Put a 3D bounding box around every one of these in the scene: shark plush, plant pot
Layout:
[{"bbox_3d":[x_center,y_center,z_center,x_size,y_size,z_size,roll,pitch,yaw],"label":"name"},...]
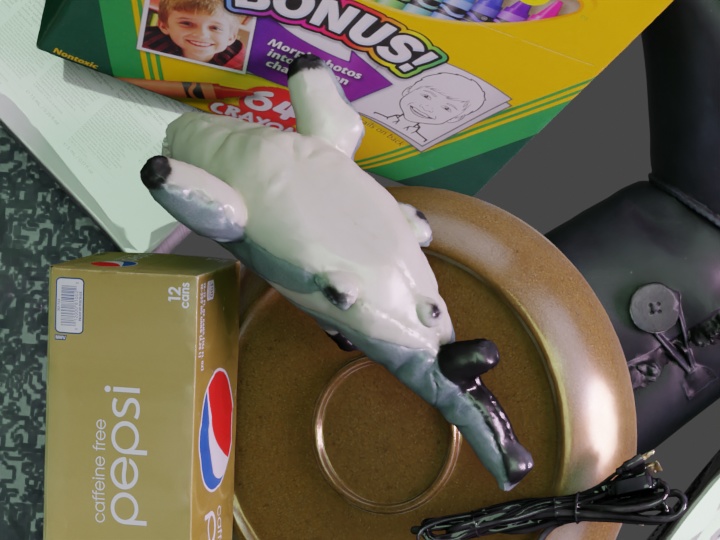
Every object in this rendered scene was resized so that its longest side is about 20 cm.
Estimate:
[{"bbox_3d":[0.000,0.000,0.916,0.200,0.083,0.091,35,60,9],"label":"shark plush"},{"bbox_3d":[0.014,0.065,0.953,0.199,0.027,0.201,0,90,24],"label":"plant pot"}]

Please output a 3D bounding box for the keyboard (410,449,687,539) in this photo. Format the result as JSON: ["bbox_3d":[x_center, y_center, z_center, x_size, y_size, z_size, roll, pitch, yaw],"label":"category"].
[{"bbox_3d":[0.074,0.141,0.913,0.199,0.021,0.128,-12,104,10],"label":"keyboard"}]

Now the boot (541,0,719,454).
[{"bbox_3d":[0.113,-0.029,0.961,0.168,0.076,0.201,-29,102,3],"label":"boot"}]

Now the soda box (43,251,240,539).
[{"bbox_3d":[-0.088,0.096,0.942,0.064,0.068,0.201,4,96,12],"label":"soda box"}]

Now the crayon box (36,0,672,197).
[{"bbox_3d":[-0.004,-0.117,0.917,0.199,0.173,0.059,19,57,-19],"label":"crayon box"}]

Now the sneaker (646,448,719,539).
[{"bbox_3d":[0.162,0.154,0.961,0.121,0.084,0.200,40,92,5],"label":"sneaker"}]

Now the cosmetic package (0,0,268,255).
[{"bbox_3d":[-0.133,-0.098,1.004,0.083,0.051,0.200,-43,85,-4],"label":"cosmetic package"}]
